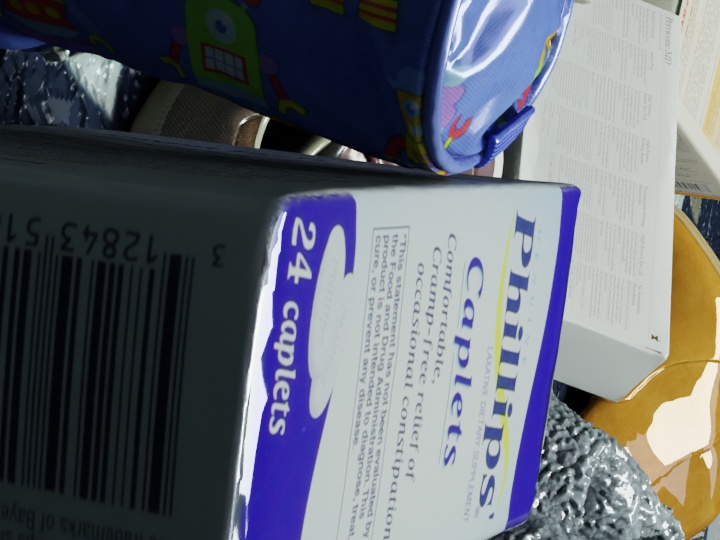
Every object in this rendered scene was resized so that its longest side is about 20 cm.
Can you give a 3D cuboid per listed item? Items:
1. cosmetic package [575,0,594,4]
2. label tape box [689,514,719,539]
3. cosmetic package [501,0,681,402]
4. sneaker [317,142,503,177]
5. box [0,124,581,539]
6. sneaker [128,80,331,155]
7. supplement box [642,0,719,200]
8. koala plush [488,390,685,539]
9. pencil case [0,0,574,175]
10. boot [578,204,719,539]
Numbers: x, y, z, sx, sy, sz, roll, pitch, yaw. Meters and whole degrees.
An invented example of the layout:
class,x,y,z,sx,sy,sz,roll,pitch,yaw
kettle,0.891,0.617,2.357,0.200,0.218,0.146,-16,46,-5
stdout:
class,x,y,z,sx,sy,sz,roll,pitch,yaw
cosmetic package,0.049,-0.208,0.828,0.200,0.087,0.104,59,47,-56
label tape box,0.191,0.228,1.321,0.143,0.066,0.201,3,94,-65
cosmetic package,0.099,-0.044,0.937,0.051,0.082,0.201,127,-22,-51
sneaker,0.000,0.000,0.830,0.115,0.075,0.201,41,51,-56
box,-0.061,0.019,0.551,0.200,0.183,0.106,-7,104,-64
sneaker,-0.016,-0.087,0.743,0.201,0.075,0.071,-69,153,-24
supplement box,0.170,-0.127,1.136,0.200,0.073,0.127,36,66,-63
koala plush,0.039,0.159,0.861,0.200,0.176,0.185,-39,122,-55
pencil case,-0.037,-0.082,0.561,0.078,0.199,0.087,-42,138,-41
boot,0.159,0.068,1.191,0.144,0.071,0.202,-29,103,-31
